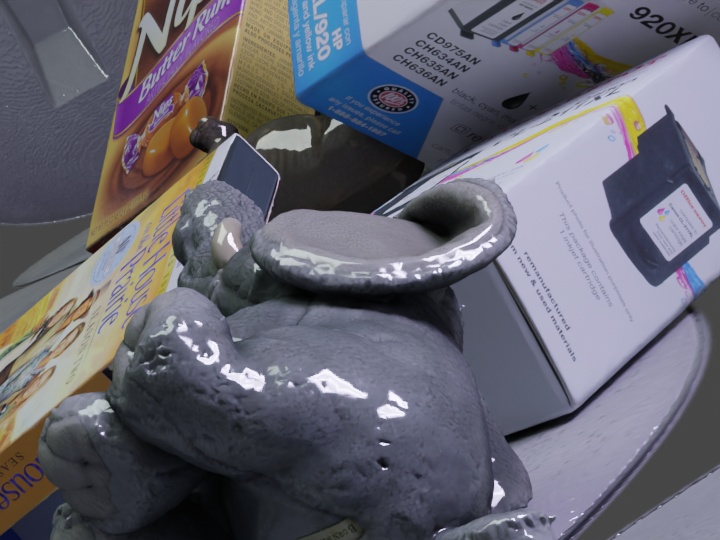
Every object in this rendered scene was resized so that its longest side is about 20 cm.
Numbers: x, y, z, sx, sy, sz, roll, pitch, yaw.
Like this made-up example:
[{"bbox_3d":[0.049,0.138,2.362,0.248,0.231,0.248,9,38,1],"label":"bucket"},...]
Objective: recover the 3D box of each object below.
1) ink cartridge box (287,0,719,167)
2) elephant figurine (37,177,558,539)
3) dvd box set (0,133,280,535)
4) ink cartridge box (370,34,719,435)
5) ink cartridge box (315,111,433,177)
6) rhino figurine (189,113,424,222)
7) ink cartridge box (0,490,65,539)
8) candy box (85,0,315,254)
[{"bbox_3d":[0.087,-0.148,1.226,0.147,0.145,0.200,24,-40,-37],"label":"ink cartridge box"},{"bbox_3d":[-0.005,0.027,0.902,0.142,0.155,0.200,-51,0,37],"label":"elephant figurine"},{"bbox_3d":[-0.119,0.044,1.142,0.200,0.029,0.146,-39,18,25],"label":"dvd box set"},{"bbox_3d":[0.059,-0.002,1.130,0.145,0.083,0.200,-24,8,40],"label":"ink cartridge box"},{"bbox_3d":[0.025,-0.059,1.469,0.146,0.085,0.200,5,-16,-36],"label":"ink cartridge box"},{"bbox_3d":[-0.055,-0.027,1.299,0.200,0.060,0.088,-32,34,10],"label":"rhino figurine"},{"bbox_3d":[-0.178,0.108,1.244,0.119,0.042,0.200,-25,26,28],"label":"ink cartridge box"},{"bbox_3d":[-0.070,-0.103,1.440,0.117,0.056,0.201,-32,39,45],"label":"candy box"}]
